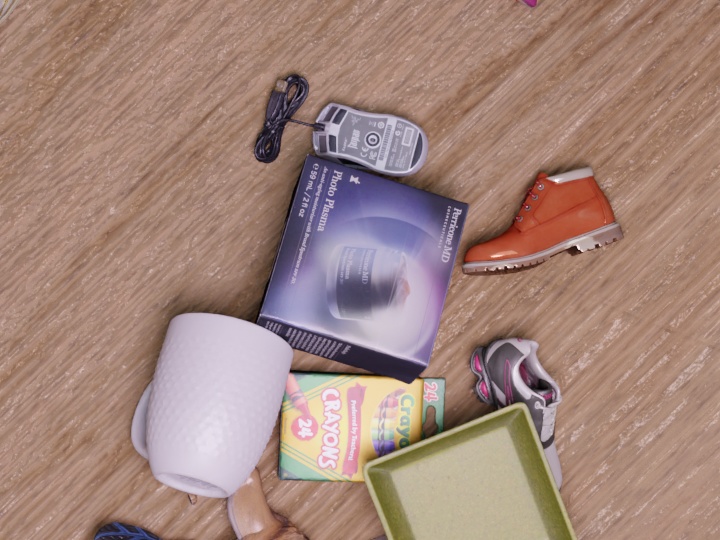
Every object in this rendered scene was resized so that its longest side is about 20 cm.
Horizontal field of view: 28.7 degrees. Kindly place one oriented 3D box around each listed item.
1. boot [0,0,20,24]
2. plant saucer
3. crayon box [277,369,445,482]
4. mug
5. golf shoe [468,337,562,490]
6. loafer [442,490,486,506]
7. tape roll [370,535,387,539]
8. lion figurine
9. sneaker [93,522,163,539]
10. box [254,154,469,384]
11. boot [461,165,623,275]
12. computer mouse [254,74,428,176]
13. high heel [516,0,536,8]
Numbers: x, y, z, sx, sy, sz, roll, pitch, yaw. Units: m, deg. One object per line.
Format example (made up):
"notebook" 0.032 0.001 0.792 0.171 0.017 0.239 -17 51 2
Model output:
"boot" -0.437 -0.309 1.570 0.072 0.155 0.201 30 89 -4
"plant saucer" 0.125 0.270 1.590 0.199 0.048 0.201 -21 96 0
"crayon box" 0.003 0.184 1.659 0.199 0.051 0.128 2 90 -5
"mug" -0.185 0.159 1.589 0.147 0.199 0.176 34 60 -41
"golf shoe" 0.197 0.175 1.645 0.077 0.088 0.201 -27 95 -43
"loafer" 0.153 0.279 1.654 0.200 0.068 0.071 36 78 -12
"tape roll" 0.041 0.419 1.655 0.201 0.071 0.204 0 91 -3
"lion figurine" -0.133 0.280 1.638 0.122 0.072 0.201 -19 83 -17
"sneaker" -0.223 0.361 1.644 0.199 0.076 0.077 23 115 -6
"box" 0.000 0.000 1.601 0.197 0.123 0.201 17 74 -5
"boot" 0.203 -0.056 1.665 0.199 0.075 0.108 -18 89 -12
"computer mouse" -0.018 -0.157 1.661 0.199 0.044 0.110 16 85 2
"high heel" 0.164 -0.407 1.654 0.096 0.067 0.200 -40 90 8
